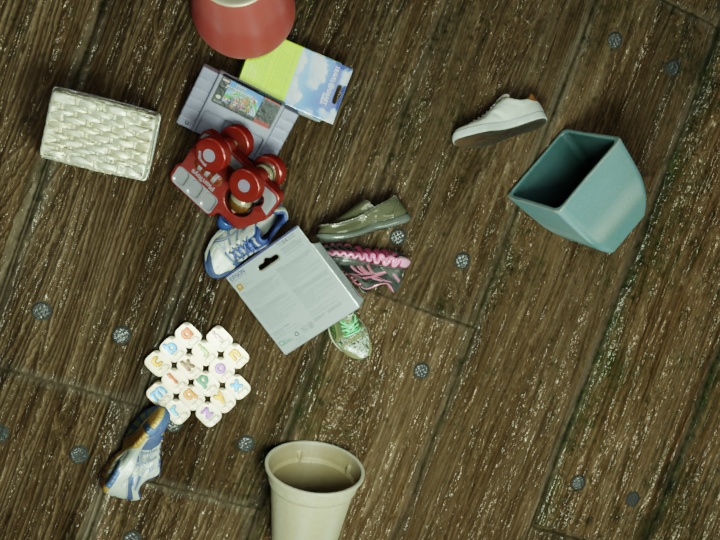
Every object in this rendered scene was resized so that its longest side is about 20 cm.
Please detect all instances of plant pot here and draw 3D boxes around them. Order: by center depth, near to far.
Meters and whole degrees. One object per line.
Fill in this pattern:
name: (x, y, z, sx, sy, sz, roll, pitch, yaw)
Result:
plant pot: (-0.217, -0.501, 1.544, 0.200, 0.177, 0.201, 0, 84, -2)
plant pot: (-0.105, 0.473, 1.747, 0.200, 0.200, 0.184, 4, 109, -15)
plant pot: (0.473, -0.149, 1.804, 0.200, 0.196, 0.196, 42, 86, -26)

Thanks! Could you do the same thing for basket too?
basket: (-0.469, -0.245, 1.567, 0.200, 0.123, 0.136, 12, 96, -17)

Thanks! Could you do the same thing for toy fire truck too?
toy fire truck: (-0.246, -0.164, 1.621, 0.200, 0.112, 0.168, 43, 122, 1)

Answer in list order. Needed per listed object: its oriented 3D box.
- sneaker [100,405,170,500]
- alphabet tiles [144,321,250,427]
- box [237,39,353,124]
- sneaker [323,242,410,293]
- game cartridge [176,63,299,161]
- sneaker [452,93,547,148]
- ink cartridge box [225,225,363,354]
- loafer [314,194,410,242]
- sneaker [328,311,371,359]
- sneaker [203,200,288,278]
sneaker: (-0.420, 0.356, 1.695, 0.088, 0.075, 0.200, 33, 96, -28)
alphabet tiles: (-0.323, 0.208, 1.728, 0.200, 0.015, 0.196, -43, 106, -5)
box: (-0.129, -0.372, 1.678, 0.200, 0.048, 0.122, 20, 93, -15)
sneaker: (0.000, 0.000, 1.760, 0.200, 0.079, 0.095, 9, 107, -15)
game cartridge: (-0.232, -0.293, 1.648, 0.200, 0.038, 0.130, 25, 118, -17)
sneaker: (0.277, -0.313, 1.796, 0.200, 0.073, 0.085, -16, 71, -6)
ink cartridge box: (-0.129, 0.036, 1.692, 0.196, 0.043, 0.200, -33, 98, 23)
loafer: (-0.001, -0.105, 1.746, 0.200, 0.075, 0.070, -15, 90, -17)
sneaker: (-0.033, 0.100, 1.750, 0.077, 0.089, 0.200, -31, 105, -9)
sneaker: (-0.222, -0.061, 1.672, 0.200, 0.088, 0.075, -49, 123, -2)
